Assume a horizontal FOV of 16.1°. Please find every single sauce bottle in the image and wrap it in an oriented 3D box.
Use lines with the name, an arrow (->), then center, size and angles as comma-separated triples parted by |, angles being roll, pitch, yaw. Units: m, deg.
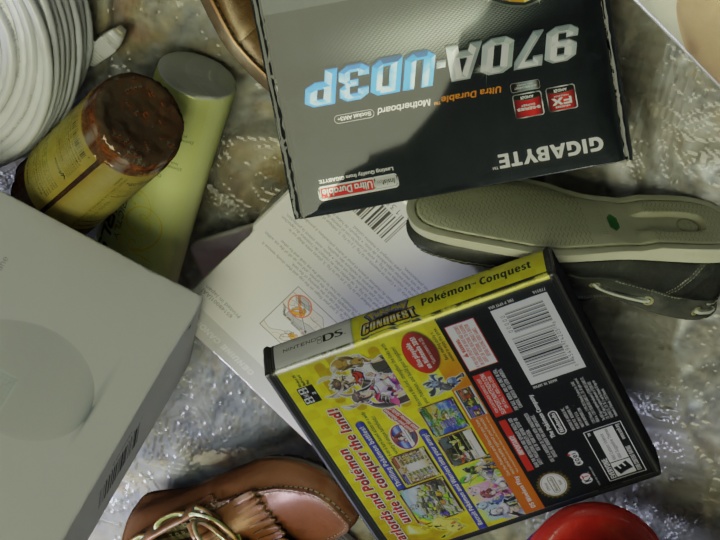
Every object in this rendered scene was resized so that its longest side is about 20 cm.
sauce bottle -> -0.176, -0.057, 1.561 | 0.066, 0.066, 0.200 | 47, 144, -9

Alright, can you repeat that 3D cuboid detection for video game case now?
video game case -> 0.063, 0.085, 1.512 | 0.180, 0.026, 0.200 | -20, 134, 12

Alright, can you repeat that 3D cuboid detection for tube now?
tube -> -0.128, -0.041, 1.592 | 0.052, 0.058, 0.201 | 8, 127, -20

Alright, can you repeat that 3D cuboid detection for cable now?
cable -> -0.265, -0.150, 1.568 | 0.200, 0.069, 0.200 | 39, 122, -4

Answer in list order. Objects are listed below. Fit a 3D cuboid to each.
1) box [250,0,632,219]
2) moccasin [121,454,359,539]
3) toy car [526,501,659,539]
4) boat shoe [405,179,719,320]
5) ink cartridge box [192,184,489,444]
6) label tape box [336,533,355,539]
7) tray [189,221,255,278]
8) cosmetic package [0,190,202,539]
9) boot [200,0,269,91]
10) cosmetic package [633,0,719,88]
box -> 0.045, -0.125, 1.448 | 0.199, 0.046, 0.160 | -9, 106, 3
moccasin -> -0.083, 0.168, 1.645 | 0.201, 0.078, 0.074 | -11, 127, 37
toy car -> 0.148, 0.221, 1.573 | 0.174, 0.200, 0.151 | -19, 73, -10
boat shoe -> 0.121, -0.009, 1.490 | 0.199, 0.072, 0.068 | 7, 129, -10
ink cartridge box -> 0.012, 0.032, 1.560 | 0.200, 0.045, 0.176 | 44, 121, -7
label tape box -> -0.001, 0.282, 1.711 | 0.200, 0.066, 0.143 | 43, 122, -5
tray -> 0.000, 0.000, 1.587 | 0.199, 0.022, 0.108 | -16, 110, 25
cosmetic package -> -0.231, 0.070, 1.533 | 0.199, 0.200, 0.123 | 29, 157, 3
boot -> -0.055, -0.173, 1.490 | 0.075, 0.074, 0.200 | -33, 101, 20
cosmetic package -> 0.241, -0.127, 1.392 | 0.200, 0.105, 0.071 | 43, 121, -9
